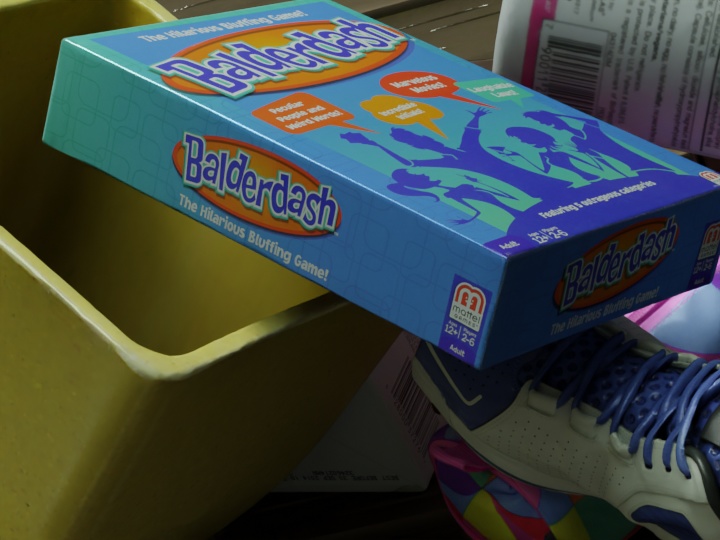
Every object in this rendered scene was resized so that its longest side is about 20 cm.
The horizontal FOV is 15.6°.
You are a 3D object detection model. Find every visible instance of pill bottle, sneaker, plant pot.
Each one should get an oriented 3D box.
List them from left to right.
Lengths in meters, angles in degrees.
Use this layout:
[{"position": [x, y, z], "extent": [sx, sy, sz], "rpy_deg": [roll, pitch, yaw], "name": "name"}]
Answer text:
[{"position": [-0.122, 0.031, 1.013], "extent": [0.194, 0.200, 0.195], "rpy_deg": [40, 32, 19], "name": "plant pot"}, {"position": [0.116, 0.054, 0.916], "extent": [0.199, 0.115, 0.081], "rpy_deg": [38, 67, 18], "name": "sneaker"}, {"position": [0.162, -0.099, 1.068], "extent": [0.200, 0.113, 0.113], "rpy_deg": [12, 44, 7], "name": "pill bottle"}]

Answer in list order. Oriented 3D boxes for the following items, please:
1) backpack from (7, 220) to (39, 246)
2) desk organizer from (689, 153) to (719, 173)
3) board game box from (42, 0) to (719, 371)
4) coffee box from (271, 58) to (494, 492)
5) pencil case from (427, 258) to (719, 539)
[{"position": [-0.174, -0.009, 1.202], "extent": [0.134, 0.183, 0.200], "rpy_deg": [16, 65, 22], "name": "backpack"}, {"position": [0.176, -0.124, 1.222], "extent": [0.077, 0.072, 0.200], "rpy_deg": [-15, 36, 10], "name": "desk organizer"}, {"position": [0.011, -0.038, 0.938], "extent": [0.200, 0.045, 0.152], "rpy_deg": [26, 26, 30], "name": "board game box"}, {"position": [0.000, 0.000, 1.159], "extent": [0.113, 0.080, 0.200], "rpy_deg": [-4, 41, 29], "name": "coffee box"}, {"position": [0.118, 0.042, 1.030], "extent": [0.200, 0.088, 0.088], "rpy_deg": [-39, 37, -20], "name": "pencil case"}]
